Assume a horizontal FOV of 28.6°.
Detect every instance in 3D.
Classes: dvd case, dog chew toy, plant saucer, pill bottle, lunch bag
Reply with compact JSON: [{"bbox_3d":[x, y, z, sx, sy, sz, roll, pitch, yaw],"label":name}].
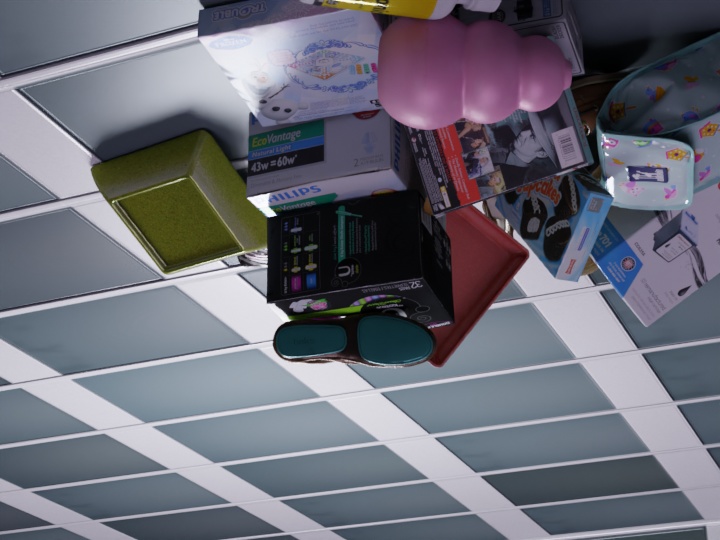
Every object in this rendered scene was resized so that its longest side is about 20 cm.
[{"bbox_3d":[0.144,-0.155,1.553,0.200,0.146,0.022,-19,180,34],"label":"dvd case"},{"bbox_3d":[0.119,-0.207,1.467,0.199,0.125,0.125,2,155,5],"label":"dog chew toy"},{"bbox_3d":[-0.238,-0.074,1.879,0.199,0.048,0.200,-15,127,29],"label":"plant saucer"},{"bbox_3d":[0.088,-0.007,1.882,0.200,0.200,0.037,39,178,1],"label":"plant saucer"},{"bbox_3d":[0.041,-0.308,1.398,0.199,0.112,0.111,4,154,-11],"label":"pill bottle"},{"bbox_3d":[0.366,-0.161,1.635,0.200,0.122,0.170,-28,151,-1],"label":"lunch bag"}]

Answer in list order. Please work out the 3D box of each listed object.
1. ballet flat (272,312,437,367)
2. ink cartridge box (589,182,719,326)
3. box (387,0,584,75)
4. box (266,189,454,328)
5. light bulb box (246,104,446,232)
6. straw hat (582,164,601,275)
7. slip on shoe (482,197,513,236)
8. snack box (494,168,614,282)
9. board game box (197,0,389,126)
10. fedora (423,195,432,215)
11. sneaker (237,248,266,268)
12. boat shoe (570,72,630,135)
[{"bbox_3d":[-0.006,0.087,1.719,0.199,0.068,0.072,-3,176,5],"label":"ballet flat"},{"bbox_3d":[0.392,-0.049,1.780,0.200,0.086,0.146,-37,126,10],"label":"ink cartridge box"},{"bbox_3d":[0.139,-0.255,1.568,0.199,0.060,0.117,-9,153,18],"label":"box"},{"bbox_3d":[0.000,0.000,1.743,0.199,0.125,0.149,-10,153,17],"label":"box"},{"bbox_3d":[-0.015,-0.120,1.779,0.198,0.125,0.200,-10,154,21],"label":"light bulb box"},{"bbox_3d":[0.290,-0.091,1.870,0.085,0.201,0.201,34,173,32],"label":"straw hat"},{"bbox_3d":[0.199,-0.088,1.915,0.060,0.076,0.200,-18,148,2],"label":"slip on shoe"},{"bbox_3d":[0.233,-0.084,1.732,0.037,0.200,0.116,9,115,-23],"label":"snack box"},{"bbox_3d":[-0.055,-0.244,1.612,0.199,0.043,0.199,-7,154,16],"label":"board game box"},{"bbox_3d":[0.128,-0.156,1.691,0.201,0.082,0.201,-43,167,-12],"label":"fedora"},{"bbox_3d":[-0.157,-0.047,1.992,0.087,0.074,0.200,-21,149,34],"label":"sneaker"},{"bbox_3d":[0.240,-0.186,1.618,0.200,0.068,0.072,-15,-172,-39],"label":"boat shoe"}]
